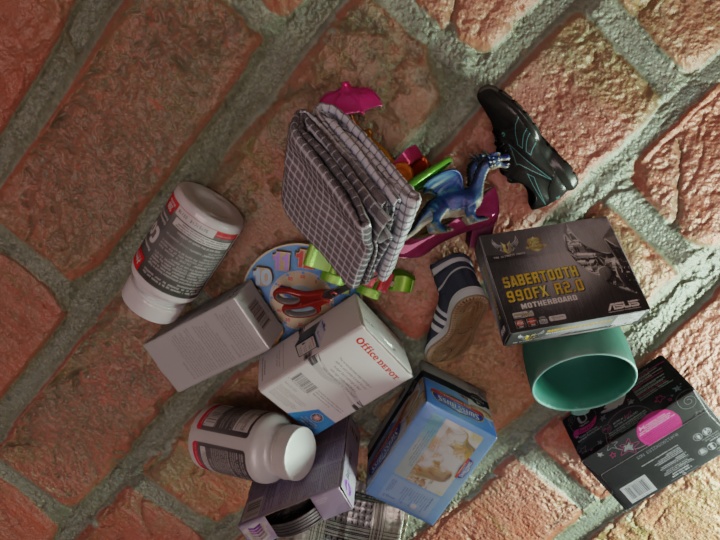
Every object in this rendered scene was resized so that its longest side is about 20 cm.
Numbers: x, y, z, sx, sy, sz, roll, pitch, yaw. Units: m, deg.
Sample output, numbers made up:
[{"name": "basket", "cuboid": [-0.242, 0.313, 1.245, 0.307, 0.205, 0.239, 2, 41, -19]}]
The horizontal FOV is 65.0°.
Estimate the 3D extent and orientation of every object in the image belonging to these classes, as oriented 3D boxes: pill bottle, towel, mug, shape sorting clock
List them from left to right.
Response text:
[{"name": "pill bottle", "cuboid": [-0.276, -0.023, 0.866, 0.114, 0.114, 0.200, 35, 107, -8]}, {"name": "pill bottle", "cuboid": [-0.176, 0.284, 0.927, 0.199, 0.111, 0.111, -1, 111, 32]}, {"name": "shape sorting clock", "cuboid": [-0.095, 0.050, 0.918, 0.198, 0.039, 0.201, 1, 108, 4]}, {"name": "towel", "cuboid": [-0.027, -0.088, 0.726, 0.200, 0.085, 0.166, 52, 151, 21]}, {"name": "towel", "cuboid": [-0.022, 0.464, 0.978, 0.191, 0.035, 0.201, 9, 68, 15]}, {"name": "mug", "cuboid": [0.321, 0.135, 0.872, 0.151, 0.115, 0.186, 13, 135, -12]}]

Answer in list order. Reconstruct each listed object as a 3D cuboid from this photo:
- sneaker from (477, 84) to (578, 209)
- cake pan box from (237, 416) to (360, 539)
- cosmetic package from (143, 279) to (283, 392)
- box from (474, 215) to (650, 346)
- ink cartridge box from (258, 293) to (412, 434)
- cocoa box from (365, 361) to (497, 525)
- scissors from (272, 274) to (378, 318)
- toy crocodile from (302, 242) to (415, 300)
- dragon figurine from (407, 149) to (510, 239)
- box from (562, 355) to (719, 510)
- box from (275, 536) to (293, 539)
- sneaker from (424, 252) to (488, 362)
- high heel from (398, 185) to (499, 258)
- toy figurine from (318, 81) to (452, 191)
[{"name": "sneaker", "cuboid": [0.224, -0.173, 0.803, 0.079, 0.075, 0.200, -39, 101, 17]}, {"name": "cake pan box", "cuboid": [-0.094, 0.342, 0.931, 0.183, 0.200, 0.052, -28, 104, 10]}, {"name": "cosmetic package", "cuboid": [-0.237, 0.107, 0.914, 0.199, 0.071, 0.102, -26, 105, 21]}, {"name": "box", "cuboid": [0.281, 0.012, 0.807, 0.199, 0.159, 0.048, -8, 151, -3]}, {"name": "ink cartridge box", "cuboid": [-0.041, 0.154, 0.904, 0.199, 0.086, 0.147, -34, 123, 13]}, {"name": "cocoa box", "cuboid": [0.111, 0.283, 0.933, 0.133, 0.131, 0.201, 28, 108, -6]}, {"name": "scissors", "cuboid": [-0.044, 0.038, 0.840, 0.199, 0.014, 0.073, -11, 135, 28]}, {"name": "toy crocodile", "cuboid": [0.000, 0.000, 0.850, 0.199, 0.062, 0.068, 22, 92, -39]}, {"name": "dragon figurine", "cuboid": [0.116, -0.104, 0.788, 0.199, 0.059, 0.100, -18, 91, -3]}, {"name": "box", "cuboid": [0.458, 0.259, 0.911, 0.200, 0.115, 0.132, -40, 103, 16]}, {"name": "box", "cuboid": [-0.053, 0.552, 1.059, 0.199, 0.086, 0.165, -9, 108, 7]}, {"name": "sneaker", "cuboid": [0.139, 0.058, 0.893, 0.070, 0.109, 0.201, -3, 143, -15]}, {"name": "high heel", "cuboid": [0.108, -0.074, 0.842, 0.198, 0.067, 0.097, -2, 118, -1]}, {"name": "toy figurine", "cuboid": [0.000, -0.170, 0.812, 0.200, 0.150, 0.184, -37, 89, 39]}]
